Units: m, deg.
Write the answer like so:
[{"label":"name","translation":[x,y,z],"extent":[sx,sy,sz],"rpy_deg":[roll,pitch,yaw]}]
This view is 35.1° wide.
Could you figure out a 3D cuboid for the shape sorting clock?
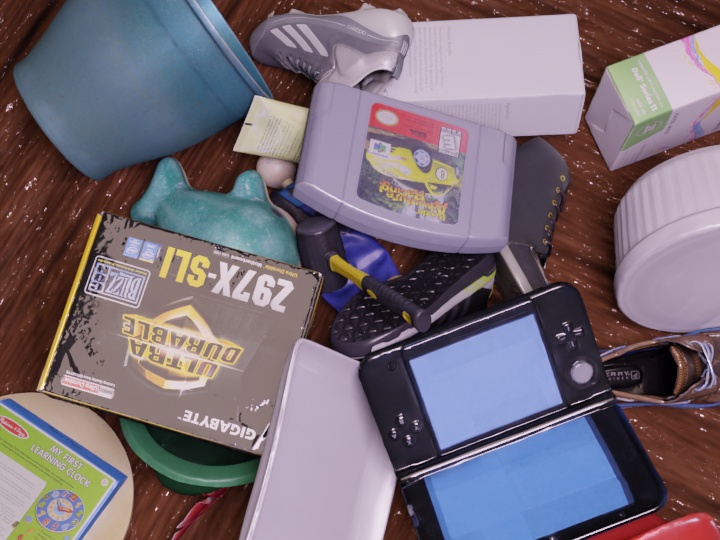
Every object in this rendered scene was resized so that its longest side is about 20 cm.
[{"label":"shape sorting clock","translation":[-0.303,0.206,1.021],"extent":[0.199,0.039,0.201],"rpy_deg":[0,68,-1]}]

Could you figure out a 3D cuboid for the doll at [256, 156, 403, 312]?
[{"label":"doll","translation":[-0.033,-0.042,1.097],"extent":[0.136,0.048,0.200],"rpy_deg":[-36,69,-10]}]

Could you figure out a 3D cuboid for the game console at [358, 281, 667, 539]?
[{"label":"game console","translation":[0.119,0.128,0.920],"extent":[0.199,0.118,0.171],"rpy_deg":[-21,104,-2]}]

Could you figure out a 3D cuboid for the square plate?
[{"label":"square plate","translation":[-0.029,0.171,0.953],"extent":[0.028,0.200,0.199],"rpy_deg":[7,79,33]}]

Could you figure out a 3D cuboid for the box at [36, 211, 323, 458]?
[{"label":"box","translation":[-0.146,0.055,0.951],"extent":[0.199,0.049,0.160],"rpy_deg":[16,77,3]}]

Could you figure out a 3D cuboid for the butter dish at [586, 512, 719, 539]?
[{"label":"butter dish","translation":[0.198,0.276,0.950],"extent":[0.199,0.200,0.148],"rpy_deg":[-25,29,-3]}]

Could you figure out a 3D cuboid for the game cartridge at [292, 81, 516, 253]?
[{"label":"game cartridge","translation":[0.043,-0.087,1.026],"extent":[0.199,0.041,0.134],"rpy_deg":[14,64,-10]}]

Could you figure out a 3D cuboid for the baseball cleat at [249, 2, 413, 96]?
[{"label":"baseball cleat","translation":[-0.042,-0.202,1.098],"extent":[0.200,0.070,0.107],"rpy_deg":[-1,67,42]}]

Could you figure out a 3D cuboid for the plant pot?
[{"label":"plant pot","translation":[-0.214,-0.190,1.079],"extent":[0.188,0.200,0.200],"rpy_deg":[-34,74,4]}]

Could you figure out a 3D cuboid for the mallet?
[{"label":"mallet","translation":[0.000,0.000,0.952],"extent":[0.041,0.200,0.066],"rpy_deg":[-23,110,-21]}]

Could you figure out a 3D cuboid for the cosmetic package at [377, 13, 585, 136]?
[{"label":"cosmetic package","translation":[0.114,-0.188,1.120],"extent":[0.199,0.074,0.102],"rpy_deg":[0,62,3]}]

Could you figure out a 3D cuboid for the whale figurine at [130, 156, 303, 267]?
[{"label":"whale figurine","translation":[-0.145,-0.028,1.057],"extent":[0.200,0.104,0.159],"rpy_deg":[40,104,23]}]

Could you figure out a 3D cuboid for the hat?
[{"label":"hat","translation":[-0.146,0.186,1.040],"extent":[0.199,0.176,0.166],"rpy_deg":[-14,47,-28]}]

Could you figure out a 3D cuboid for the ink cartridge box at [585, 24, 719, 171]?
[{"label":"ink cartridge box","translation":[0.330,-0.178,1.104],"extent":[0.199,0.117,0.068],"rpy_deg":[-21,74,-6]}]

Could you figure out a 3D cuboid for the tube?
[{"label":"tube","translation":[-0.016,-0.122,1.088],"extent":[0.199,0.052,0.058],"rpy_deg":[9,101,-18]}]

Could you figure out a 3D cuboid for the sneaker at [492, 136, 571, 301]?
[{"label":"sneaker","translation":[0.170,-0.036,1.081],"extent":[0.106,0.075,0.201],"rpy_deg":[-22,72,-7]}]

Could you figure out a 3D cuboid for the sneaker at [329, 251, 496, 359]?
[{"label":"sneaker","translation":[0.058,0.046,1.027],"extent":[0.200,0.083,0.072],"rpy_deg":[-29,38,-34]}]

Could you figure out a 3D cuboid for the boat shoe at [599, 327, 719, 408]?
[{"label":"boat shoe","translation":[0.290,0.094,1.036],"extent":[0.199,0.072,0.073],"rpy_deg":[-11,82,-1]}]

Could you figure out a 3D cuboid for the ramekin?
[{"label":"ramekin","translation":[0.320,-0.030,1.022],"extent":[0.201,0.203,0.095],"rpy_deg":[-4,59,-1]}]
